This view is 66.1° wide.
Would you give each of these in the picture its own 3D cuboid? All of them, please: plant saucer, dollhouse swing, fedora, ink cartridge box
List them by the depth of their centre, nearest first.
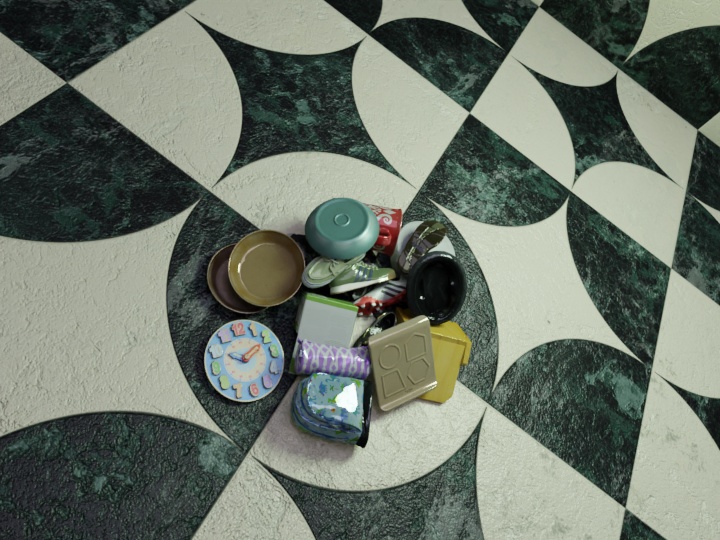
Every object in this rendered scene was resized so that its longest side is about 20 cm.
[{"bbox_3d":[-0.239,-0.003,1.423,0.194,0.036,0.206,2,73,-5],"label":"plant saucer"},{"bbox_3d":[-0.048,-0.121,1.426,0.194,0.036,0.204,0,54,0],"label":"plant saucer"},{"bbox_3d":[-0.104,0.172,1.440,0.144,0.076,0.205,14,91,-16],"label":"ink cartridge box"},{"bbox_3d":[-0.303,0.024,1.449,0.196,0.037,0.205,11,60,-18],"label":"plant saucer"},{"bbox_3d":[0.198,0.043,1.529,0.195,0.092,0.206,-2,100,-14],"label":"fedora"},{"bbox_3d":[0.179,0.235,1.547,0.195,0.180,0.182,14,16,-15],"label":"dollhouse swing"}]

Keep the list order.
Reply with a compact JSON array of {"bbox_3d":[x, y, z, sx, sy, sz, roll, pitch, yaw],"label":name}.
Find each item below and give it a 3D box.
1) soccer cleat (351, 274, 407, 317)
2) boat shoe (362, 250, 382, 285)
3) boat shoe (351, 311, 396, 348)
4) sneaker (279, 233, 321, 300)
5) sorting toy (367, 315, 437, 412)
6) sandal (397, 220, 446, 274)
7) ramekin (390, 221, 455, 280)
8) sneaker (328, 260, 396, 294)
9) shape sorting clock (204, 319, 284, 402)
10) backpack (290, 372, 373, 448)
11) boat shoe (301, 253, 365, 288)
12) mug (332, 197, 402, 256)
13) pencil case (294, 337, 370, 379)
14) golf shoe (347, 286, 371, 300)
[{"bbox_3d":[0.055,0.068,1.552,0.196,0.069,0.086,-16,56,-20],"label":"soccer cleat"},{"bbox_3d":[0.003,-0.045,1.608,0.073,0.063,0.202,-35,82,-37],"label":"boat shoe"},{"bbox_3d":[0.033,0.189,1.491,0.071,0.061,0.202,37,55,0],"label":"boat shoe"},{"bbox_3d":[-0.153,-0.021,1.488,0.111,0.076,0.204,-10,57,13],"label":"sneaker"},{"bbox_3d":[0.107,0.235,1.417,0.182,0.036,0.205,-19,107,-24],"label":"sorting toy"},{"bbox_3d":[0.172,-0.064,1.587,0.081,0.055,0.201,34,69,5],"label":"sandal"},{"bbox_3d":[0.179,-0.036,1.659,0.197,0.095,0.207,11,59,-18],"label":"ramekin"},{"bbox_3d":[0.000,0.000,1.496,0.196,0.067,0.092,-14,88,-21],"label":"sneaker"},{"bbox_3d":[-0.281,0.217,1.350,0.195,0.039,0.204,11,59,-18],"label":"shape sorting clock"},{"bbox_3d":[-0.069,0.325,1.334,0.194,0.155,0.166,8,57,-1],"label":"backpack"},{"bbox_3d":[-0.066,-0.026,1.419,0.198,0.062,0.073,-33,80,-27],"label":"boat shoe"},{"bbox_3d":[0.009,-0.131,1.521,0.195,0.178,0.137,13,81,-6],"label":"mug"},{"bbox_3d":[-0.070,0.220,1.374,0.195,0.084,0.088,11,63,-20],"label":"pencil case"},{"bbox_3d":[-0.056,-0.005,1.549,0.200,0.078,0.094,44,55,5],"label":"golf shoe"}]
